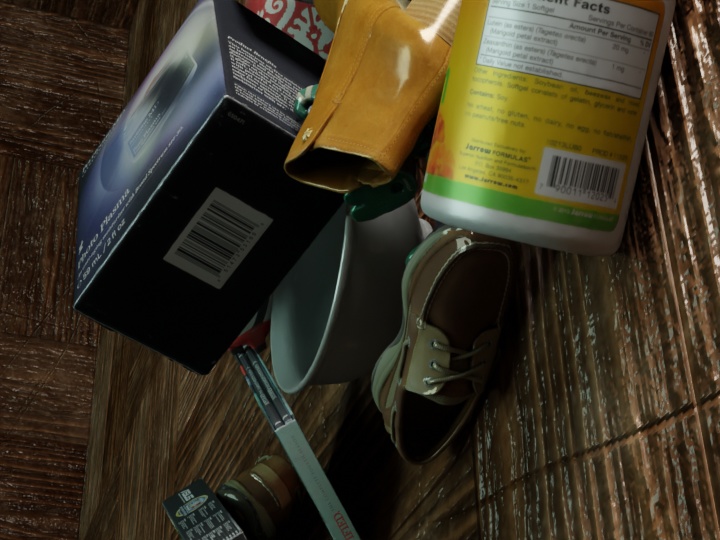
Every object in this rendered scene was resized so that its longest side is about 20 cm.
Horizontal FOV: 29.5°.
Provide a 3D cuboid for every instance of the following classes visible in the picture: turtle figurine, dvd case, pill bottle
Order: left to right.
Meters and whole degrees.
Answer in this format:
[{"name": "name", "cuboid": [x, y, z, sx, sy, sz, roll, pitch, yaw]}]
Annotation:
[{"name": "dvd case", "cuboid": [-0.047, 0.148, 1.089, 0.147, 0.022, 0.200, 63, 175, -18]}, {"name": "turtle figurine", "cuboid": [0.031, -0.094, 0.911, 0.101, 0.149, 0.201, -52, 25, 33]}, {"name": "pill bottle", "cuboid": [0.104, -0.117, 0.723, 0.111, 0.110, 0.202, -148, 69, -72]}]

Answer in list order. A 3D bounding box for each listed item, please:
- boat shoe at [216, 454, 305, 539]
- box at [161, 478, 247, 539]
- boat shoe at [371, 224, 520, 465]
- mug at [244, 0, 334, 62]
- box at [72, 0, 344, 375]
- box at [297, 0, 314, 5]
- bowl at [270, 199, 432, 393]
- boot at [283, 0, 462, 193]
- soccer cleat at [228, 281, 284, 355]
[{"name": "boat shoe", "cuboid": [-0.082, 0.212, 1.245, 0.074, 0.076, 0.200, -42, -7, -14]}, {"name": "box", "cuboid": [-0.097, 0.270, 1.139, 0.161, 0.044, 0.200, 63, 167, -10]}, {"name": "boat shoe", "cuboid": [0.059, 0.050, 0.863, 0.201, 0.075, 0.072, 104, 162, -47]}, {"name": "mug", "cuboid": [-0.016, -0.148, 1.196, 0.133, 0.177, 0.201, -24, 52, 24]}, {"name": "box", "cuboid": [-0.116, -0.070, 1.021, 0.200, 0.123, 0.199, -50, 26, 20]}, {"name": "box", "cuboid": [0.012, -0.295, 1.031, 0.097, 0.175, 0.202, -152, 72, -73]}, {"name": "bowl", "cuboid": [0.000, 0.000, 1.045, 0.201, 0.090, 0.203, -170, 90, -74]}, {"name": "boot", "cuboid": [-0.008, -0.118, 0.831, 0.145, 0.071, 0.201, -57, 28, -10]}, {"name": "soccer cleat", "cuboid": [-0.069, -0.010, 1.173, 0.068, 0.086, 0.200, -7, 29, 43]}]
